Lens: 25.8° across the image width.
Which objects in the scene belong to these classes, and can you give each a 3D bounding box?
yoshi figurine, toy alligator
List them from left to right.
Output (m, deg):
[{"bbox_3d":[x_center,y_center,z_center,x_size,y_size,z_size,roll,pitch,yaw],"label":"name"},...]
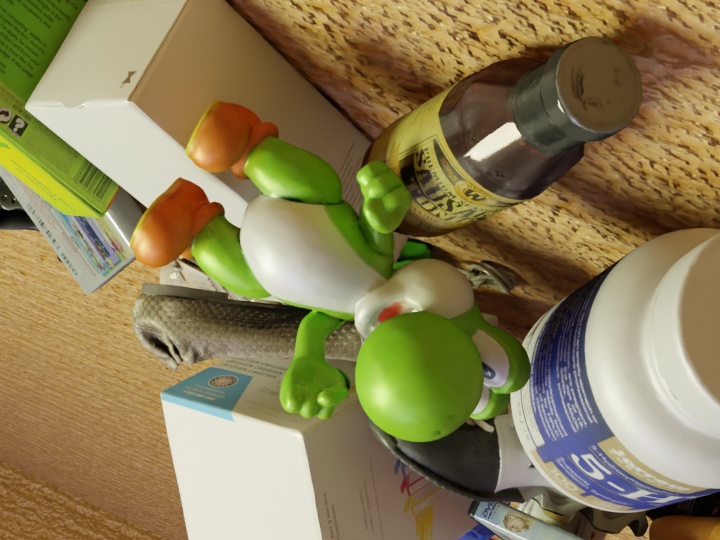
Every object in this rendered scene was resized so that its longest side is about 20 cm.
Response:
[{"bbox_3d":[-0.009,0.011,0.745,0.199,0.112,0.112,34,155,0],"label":"yoshi figurine"},{"bbox_3d":[0.000,0.000,0.986,0.199,0.054,0.059,19,161,29],"label":"toy alligator"}]

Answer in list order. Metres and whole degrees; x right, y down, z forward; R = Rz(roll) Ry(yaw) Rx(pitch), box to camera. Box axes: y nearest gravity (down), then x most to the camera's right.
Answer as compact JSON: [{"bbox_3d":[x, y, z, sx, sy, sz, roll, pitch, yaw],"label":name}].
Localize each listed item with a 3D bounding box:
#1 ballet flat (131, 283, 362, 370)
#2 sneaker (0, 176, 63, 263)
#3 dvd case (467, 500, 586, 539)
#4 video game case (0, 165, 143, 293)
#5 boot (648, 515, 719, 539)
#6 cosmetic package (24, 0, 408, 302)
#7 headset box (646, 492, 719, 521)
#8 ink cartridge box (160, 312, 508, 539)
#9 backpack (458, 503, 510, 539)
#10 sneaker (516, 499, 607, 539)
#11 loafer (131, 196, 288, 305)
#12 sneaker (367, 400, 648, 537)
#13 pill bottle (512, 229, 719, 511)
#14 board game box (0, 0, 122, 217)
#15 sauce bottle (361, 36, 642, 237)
[{"bbox_3d":[-0.029,0.043,0.874,0.199,0.047,0.067,9,174,-5],"label":"ballet flat"},{"bbox_3d":[-0.276,-0.074,1.153,0.199,0.084,0.077,30,162,-4],"label":"sneaker"},{"bbox_3d":[0.170,0.189,0.904,0.199,0.018,0.143,20,168,34],"label":"dvd case"},{"bbox_3d":[-0.211,-0.082,1.010,0.200,0.022,0.182,55,159,-4],"label":"video game case"},{"bbox_3d":[0.212,0.152,0.843,0.144,0.071,0.201,10,151,44],"label":"boot"},{"bbox_3d":[-0.071,-0.064,0.866,0.107,0.085,0.200,7,152,47],"label":"cosmetic package"},{"bbox_3d":[0.279,0.161,0.976,0.149,0.075,0.199,41,158,-32],"label":"headset box"},{"bbox_3d":[0.000,0.102,0.969,0.128,0.200,0.126,10,118,43],"label":"ink cartridge box"},{"bbox_3d":[0.004,0.137,1.181,0.162,0.168,0.200,36,168,-20],"label":"backpack"},{"bbox_3d":[0.146,0.114,0.983,0.073,0.116,0.200,23,160,21],"label":"sneaker"},{"bbox_3d":[-0.113,-0.006,1.028,0.200,0.063,0.072,41,164,43],"label":"loafer"},{"bbox_3d":[0.098,0.085,0.885,0.199,0.089,0.074,15,-158,-30],"label":"sneaker"},{"bbox_3d":[0.155,0.047,0.751,0.119,0.120,0.200,29,163,-2],"label":"pill bottle"},{"bbox_3d":[-0.197,-0.127,0.855,0.047,0.102,0.200,6,152,49],"label":"board game box"},{"bbox_3d":[0.059,-0.060,0.714,0.066,0.066,0.200,32,163,-11],"label":"sauce bottle"}]
